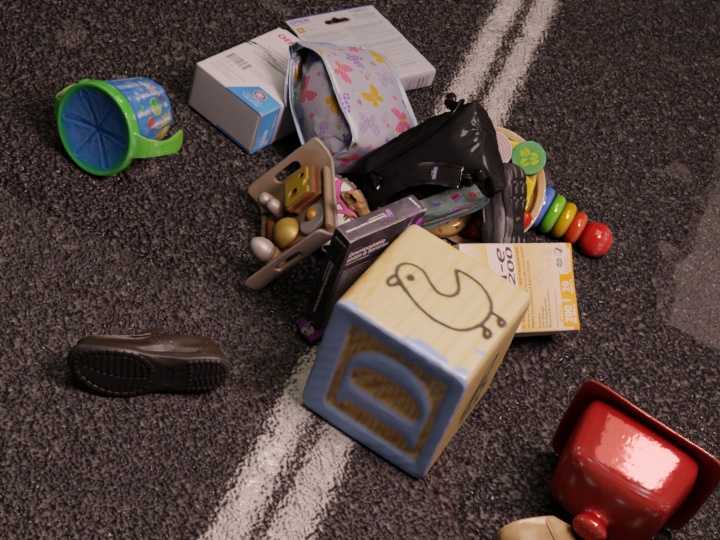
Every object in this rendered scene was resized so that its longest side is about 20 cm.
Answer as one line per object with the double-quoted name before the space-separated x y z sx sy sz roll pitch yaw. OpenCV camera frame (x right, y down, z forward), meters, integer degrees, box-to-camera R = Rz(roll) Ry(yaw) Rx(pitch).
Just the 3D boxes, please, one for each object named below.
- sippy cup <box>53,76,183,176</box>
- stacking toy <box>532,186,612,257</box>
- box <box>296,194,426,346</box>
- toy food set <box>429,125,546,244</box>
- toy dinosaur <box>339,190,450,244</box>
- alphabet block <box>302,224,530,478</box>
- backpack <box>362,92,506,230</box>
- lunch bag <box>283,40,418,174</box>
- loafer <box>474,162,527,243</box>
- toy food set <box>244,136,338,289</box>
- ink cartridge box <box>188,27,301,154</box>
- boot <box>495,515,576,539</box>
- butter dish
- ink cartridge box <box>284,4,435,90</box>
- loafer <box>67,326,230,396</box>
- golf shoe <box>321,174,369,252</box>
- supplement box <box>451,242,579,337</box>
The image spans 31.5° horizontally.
"sippy cup" -0.343 -0.218 1.834 0.179 0.139 0.130 55 36 0
"stacking toy" 0.304 -0.086 1.991 0.199 0.086 0.086 31 42 4
"box" 0.000 0.000 1.681 0.142 0.201 0.036 -25 61 -39
"toy food set" 0.182 -0.133 1.935 0.198 0.049 0.200 15 80 10
"toy dinosaur" 0.030 -0.035 1.751 0.200 0.106 0.061 35 34 -41
"alphabet block" 0.070 0.100 1.611 0.194 0.197 0.200 32 43 10
"backpack" 0.105 -0.138 1.842 0.127 0.199 0.168 42 33 -45
"lunch bag" -0.019 -0.252 1.943 0.169 0.127 0.202 -4 70 -47
"loafer" 0.203 -0.057 1.871 0.070 0.203 0.068 0 -2 42
"toy food set" -0.104 -0.081 1.761 0.060 0.143 0.201 36 32 -33
"ink cartridge box" -0.148 -0.286 2.008 0.145 0.084 0.200 38 45 19
"boot" 0.271 0.379 1.498 0.173 0.066 0.201 0 45 -22
"butter dish" 0.308 0.266 1.554 0.199 0.201 0.148 34 59 14
"ink cartridge box" -0.004 -0.372 2.189 0.195 0.044 0.200 -18 52 -33
"loafer" -0.262 0.108 1.570 0.198 0.073 0.072 7 33 -22
"golf shoe" -0.025 -0.065 1.836 0.092 0.073 0.200 -18 55 -33
"supplement box" 0.203 0.028 1.775 0.198 0.073 0.127 -2 83 -31
